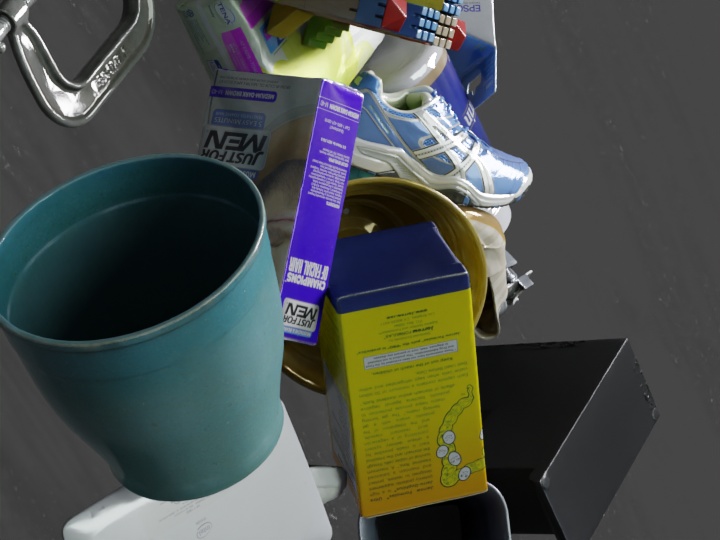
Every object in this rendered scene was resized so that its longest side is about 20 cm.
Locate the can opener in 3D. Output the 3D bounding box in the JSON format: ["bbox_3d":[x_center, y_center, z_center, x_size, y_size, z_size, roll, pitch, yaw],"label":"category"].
[{"bbox_3d":[0.101,0.027,2.030,0.067,0.053,0.200,50,32,10],"label":"can opener"}]

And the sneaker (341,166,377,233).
[{"bbox_3d":[0.018,-0.015,1.860,0.200,0.079,0.078,58,39,-35],"label":"sneaker"}]

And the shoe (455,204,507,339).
[{"bbox_3d":[0.098,0.001,1.877,0.200,0.070,0.054,62,23,-62],"label":"shoe"}]

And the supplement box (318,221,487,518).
[{"bbox_3d":[0.031,0.079,1.714,0.109,0.109,0.201,-120,-158,-62],"label":"supplement box"}]

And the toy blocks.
[{"bbox_3d":[0.018,-0.215,1.696,0.200,0.136,0.100,7,99,-56],"label":"toy blocks"}]

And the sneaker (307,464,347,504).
[{"bbox_3d":[-0.086,0.193,1.662,0.200,0.073,0.085,-3,92,-49],"label":"sneaker"}]

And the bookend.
[{"bbox_3d":[0.134,0.159,1.910,0.200,0.198,0.092,-53,127,-43],"label":"bookend"}]

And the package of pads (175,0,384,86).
[{"bbox_3d":[-0.061,-0.207,1.786,0.155,0.068,0.200,64,36,-27],"label":"package of pads"}]

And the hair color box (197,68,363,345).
[{"bbox_3d":[-0.074,-0.050,1.648,0.065,0.109,0.201,13,86,-55],"label":"hair color box"}]

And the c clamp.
[{"bbox_3d":[-0.217,-0.200,1.570,0.200,0.027,0.171,-53,127,-48],"label":"c clamp"}]

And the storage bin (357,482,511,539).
[{"bbox_3d":[0.052,0.280,1.805,0.134,0.145,0.201,129,-45,-83],"label":"storage bin"}]

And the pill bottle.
[{"bbox_3d":[0.055,-0.110,1.907,0.200,0.115,0.116,62,37,-31],"label":"pill bottle"}]

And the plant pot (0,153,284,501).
[{"bbox_3d":[-0.141,0.052,1.498,0.200,0.199,0.188,-64,148,-43],"label":"plant pot"}]

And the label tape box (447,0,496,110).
[{"bbox_3d":[0.072,-0.244,1.940,0.143,0.066,0.201,146,-57,-75],"label":"label tape box"}]

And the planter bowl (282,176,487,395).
[{"bbox_3d":[0.000,0.000,1.780,0.201,0.200,0.084,63,1,-28],"label":"planter bowl"}]

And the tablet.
[{"bbox_3d":[-0.117,0.194,1.573,0.200,0.014,0.131,-30,111,-27],"label":"tablet"}]

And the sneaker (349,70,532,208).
[{"bbox_3d":[0.066,-0.108,1.800,0.199,0.076,0.077,15,107,-29],"label":"sneaker"}]
